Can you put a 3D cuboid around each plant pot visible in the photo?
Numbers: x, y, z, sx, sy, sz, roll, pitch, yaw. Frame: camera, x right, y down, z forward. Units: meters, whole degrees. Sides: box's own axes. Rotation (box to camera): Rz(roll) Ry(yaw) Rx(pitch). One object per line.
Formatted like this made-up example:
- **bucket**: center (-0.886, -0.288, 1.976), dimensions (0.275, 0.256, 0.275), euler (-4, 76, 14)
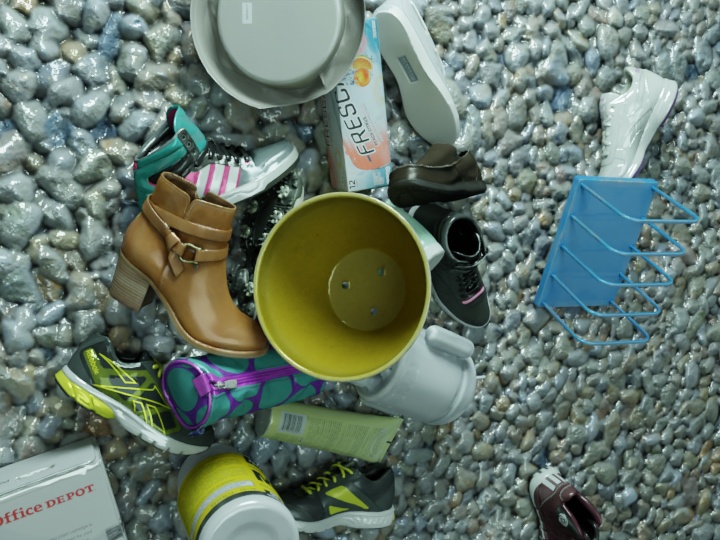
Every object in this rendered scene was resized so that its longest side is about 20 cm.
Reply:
- **plant pot**: center (-0.006, 0.020, 0.949), dimensions (0.197, 0.142, 0.203), euler (-1, 88, 14)

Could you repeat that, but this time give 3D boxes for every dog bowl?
- **dog bowl**: center (-0.088, -0.282, 0.927), dimensions (0.197, 0.059, 0.203), euler (2, 100, 9)

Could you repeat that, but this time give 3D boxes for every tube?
- **tube**: center (-0.041, 0.209, 1.082), dimensions (0.198, 0.058, 0.053), euler (17, 61, -28)

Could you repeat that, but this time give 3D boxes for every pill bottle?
- **pill bottle**: center (-0.151, 0.281, 0.960), dimensions (0.113, 0.200, 0.116), euler (-4, 101, -22)

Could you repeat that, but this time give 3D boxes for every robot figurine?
- **robot figurine**: center (0.070, 0.133, 1.073), dimensions (0.198, 0.114, 0.169), euler (23, 132, -30)

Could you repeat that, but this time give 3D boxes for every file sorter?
- **file sorter**: center (0.351, -0.011, 1.136), dimensions (0.137, 0.123, 0.202), euler (0, 120, -22)

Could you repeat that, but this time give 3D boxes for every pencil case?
- **pencil case**: center (-0.129, 0.128, 0.969), dimensions (0.199, 0.092, 0.086), euler (-9, 86, -48)

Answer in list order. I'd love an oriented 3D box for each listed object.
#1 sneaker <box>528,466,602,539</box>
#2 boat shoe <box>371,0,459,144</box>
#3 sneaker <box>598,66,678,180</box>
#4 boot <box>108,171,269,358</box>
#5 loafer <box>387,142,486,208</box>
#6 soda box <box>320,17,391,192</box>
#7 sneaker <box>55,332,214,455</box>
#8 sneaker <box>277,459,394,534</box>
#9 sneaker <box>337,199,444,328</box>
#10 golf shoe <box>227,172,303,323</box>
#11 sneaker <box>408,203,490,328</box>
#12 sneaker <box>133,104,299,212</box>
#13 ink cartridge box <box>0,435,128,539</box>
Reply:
- **sneaker**: center (0.319, 0.398, 1.227), dimensions (0.075, 0.115, 0.202), euler (-29, 108, -16)
- **boat shoe**: center (0.078, -0.252, 1.045), dimensions (0.201, 0.071, 0.069), euler (54, 50, -25)
- **sneaker**: center (0.370, -0.195, 1.187), dimensions (0.099, 0.075, 0.202), euler (27, 90, -1)
- **boot**: center (-0.166, -0.004, 0.913), dimensions (0.198, 0.077, 0.157), euler (29, 107, -1)
- **loafer**: center (0.091, -0.123, 1.042), dimensions (0.199, 0.072, 0.072), euler (-10, 86, -58)
- **soda box**: center (-0.009, -0.200, 1.010), dimensions (0.063, 0.068, 0.203), euler (-12, 104, -20)
- **sneaker**: center (-0.247, 0.144, 0.956), dimensions (0.199, 0.074, 0.085), euler (33, 85, -24)
- **sneaker**: center (-0.039, 0.289, 1.085), dimensions (0.198, 0.074, 0.086), euler (8, 94, -33)
- **sneaker**: center (0.000, 0.000, 1.063), dimensions (0.200, 0.074, 0.119), euler (-43, 73, 11)
- **golf shoe**: center (-0.103, -0.021, 1.009), dimensions (0.087, 0.077, 0.203), euler (12, 100, -44)
- **sneaker**: center (0.136, 0.003, 1.092), dimensions (0.070, 0.099, 0.202), euler (-35, 112, -16)
- **sneaker**: center (-0.175, -0.137, 0.948), dimensions (0.198, 0.084, 0.122), euler (-27, 118, -15)
- **ink cartridge box**: center (-0.345, 0.314, 0.947), dimensions (0.144, 0.085, 0.203), euler (-17, 107, -20)
